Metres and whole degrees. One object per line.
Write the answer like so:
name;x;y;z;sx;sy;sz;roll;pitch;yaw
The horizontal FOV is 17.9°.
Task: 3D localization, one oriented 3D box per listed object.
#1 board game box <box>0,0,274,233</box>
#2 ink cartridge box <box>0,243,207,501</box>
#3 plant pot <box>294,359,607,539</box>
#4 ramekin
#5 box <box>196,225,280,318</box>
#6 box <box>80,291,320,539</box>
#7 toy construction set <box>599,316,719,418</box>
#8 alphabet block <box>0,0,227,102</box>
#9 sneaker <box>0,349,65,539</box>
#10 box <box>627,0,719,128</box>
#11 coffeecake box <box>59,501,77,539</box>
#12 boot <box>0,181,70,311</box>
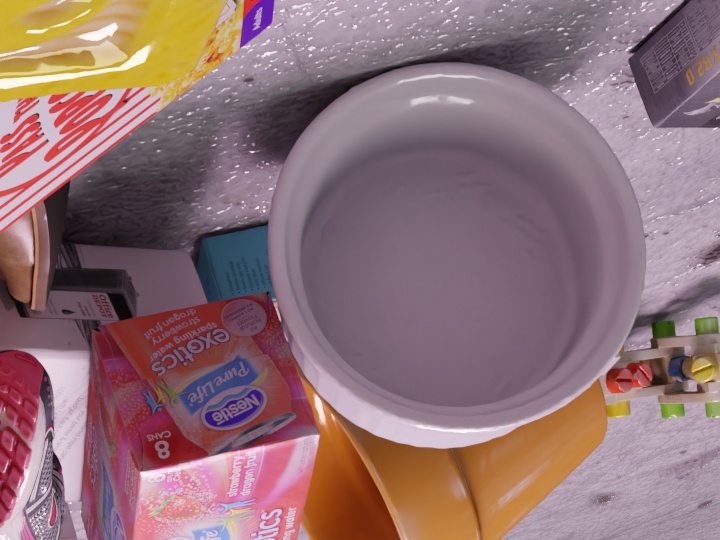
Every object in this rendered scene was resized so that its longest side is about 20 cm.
board game box;-0.120;-0.099;0.953;0.200;0.046;0.152;-40;164;-19
ink cartridge box;-0.197;0.057;1.273;0.199;0.083;0.147;4;140;-36
plant pot;0.055;0.103;1.514;0.183;0.201;0.200;-28;162;-20
ramekin;0.046;-0.001;1.231;0.199;0.202;0.098;-14;166;-11
box;0.000;0.000;1.384;0.199;0.049;0.082;-12;157;-16
box;-0.092;0.113;1.249;0.102;0.095;0.201;-10;146;-17
toy construction set;0.198;0.070;1.653;0.199;0.093;0.131;14;167;-41
alphabet block;-0.136;-0.177;0.653;0.195;0.201;0.196;-8;156;-23
sneaker;-0.190;0.103;1.207;0.075;0.081;0.201;-36;160;-35
box;0.267;-0.147;1.252;0.158;0.049;0.200;-3;153;-36
coffeecake box;-0.270;0.148;1.316;0.199;0.154;0.073;0;149;-36
boot;-0.182;-0.044;1.134;0.075;0.074;0.200;2;152;-2
